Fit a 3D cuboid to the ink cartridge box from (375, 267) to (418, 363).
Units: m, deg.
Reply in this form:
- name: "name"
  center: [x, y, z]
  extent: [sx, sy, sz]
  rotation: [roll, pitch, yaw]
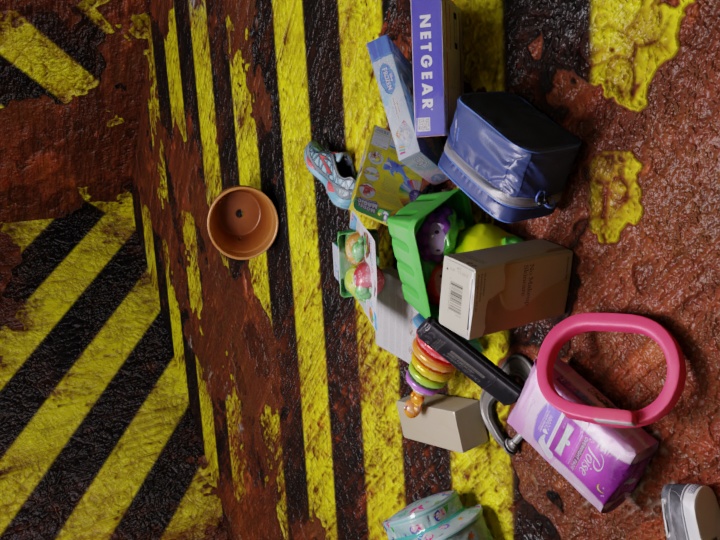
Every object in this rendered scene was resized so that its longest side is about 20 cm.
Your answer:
- name: "ink cartridge box"
  center: [0.096, 0.097, 1.389]
  extent: [0.198, 0.056, 0.168]
  rotation: [20, 115, 53]

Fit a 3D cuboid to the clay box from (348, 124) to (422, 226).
- name: "clay box"
  center: [0.049, -0.154, 1.231]
  extent: [0.048, 0.112, 0.204]
  rotation: [124, 164, -54]

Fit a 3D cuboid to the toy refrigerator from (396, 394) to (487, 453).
- name: "toy refrigerator"
  center: [0.153, 0.282, 1.318]
  extent: [0.199, 0.068, 0.078]
  rotation: [-9, 95, 62]

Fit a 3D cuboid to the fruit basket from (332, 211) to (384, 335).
- name: "fruit basket"
  center: [0.000, 0.000, 1.357]
  extent: [0.201, 0.091, 0.191]
  rotation: [-111, 17, -66]

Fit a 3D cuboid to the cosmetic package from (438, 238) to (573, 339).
- name: "cosmetic package"
  center: [0.212, 0.023, 1.007]
  extent: [0.071, 0.195, 0.109]
  rotation: [28, 123, 52]

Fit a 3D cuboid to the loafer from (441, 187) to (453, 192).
- name: "loafer"
  center: [0.141, -0.056, 1.247]
  extent: [0.063, 0.069, 0.205]
  rotation: [-110, 22, -60]

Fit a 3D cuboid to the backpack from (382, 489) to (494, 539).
- name: "backpack"
  center: [0.146, 0.495, 1.280]
  extent: [0.199, 0.174, 0.155]
  rotation: [-28, 79, 55]

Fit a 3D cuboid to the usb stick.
- name: "usb stick"
  center: [0.177, 0.147, 1.120]
  extent: [0.198, 0.033, 0.056]
  rotation: [38, 142, -4]

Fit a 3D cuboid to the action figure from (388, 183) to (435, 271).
- name: "action figure"
  center: [0.063, -0.098, 1.342]
  extent: [0.195, 0.102, 0.204]
  rotation: [-120, 37, -49]

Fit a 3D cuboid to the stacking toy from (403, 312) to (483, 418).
- name: "stacking toy"
  center: [0.124, 0.183, 1.257]
  extent: [0.110, 0.114, 0.204]
  rotation: [46, 124, 44]

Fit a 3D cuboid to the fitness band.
- name: "fitness band"
  center: [0.327, 0.130, 0.922]
  extent: [0.197, 0.037, 0.148]
  rotation: [0, 68, 46]

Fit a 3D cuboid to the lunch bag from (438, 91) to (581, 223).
- name: "lunch bag"
  center: [0.216, -0.156, 1.016]
  extent: [0.201, 0.133, 0.135]
  rotation: [52, 140, 39]

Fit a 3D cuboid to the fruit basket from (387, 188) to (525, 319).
- name: "fruit basket"
  center: [0.159, -0.019, 1.118]
  extent: [0.214, 0.154, 0.219]
  rotation: [37, 145, 31]

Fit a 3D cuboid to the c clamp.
- name: "c clamp"
  center: [0.264, 0.235, 1.145]
  extent: [0.174, 0.026, 0.202]
  rotation: [65, 146, 27]

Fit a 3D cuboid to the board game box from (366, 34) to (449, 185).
- name: "board game box"
  center: [0.087, -0.263, 1.176]
  extent: [0.042, 0.199, 0.205]
  rotation: [-18, 79, 19]

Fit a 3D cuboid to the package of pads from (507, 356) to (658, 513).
- name: "package of pads"
  center: [0.310, 0.230, 0.996]
  extent: [0.200, 0.074, 0.123]
  rotation: [43, 130, 39]

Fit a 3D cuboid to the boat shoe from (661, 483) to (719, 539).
- name: "boat shoe"
  center: [0.416, 0.371, 0.867]
  extent: [0.067, 0.070, 0.207]
  rotation: [-20, 78, 58]

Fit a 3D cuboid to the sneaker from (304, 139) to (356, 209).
- name: "sneaker"
  center: [-0.052, -0.234, 1.550]
  extent: [0.202, 0.078, 0.097]
  rotation: [54, 132, 26]

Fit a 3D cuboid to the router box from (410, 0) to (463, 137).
- name: "router box"
  center: [0.126, -0.318, 1.103]
  extent: [0.047, 0.179, 0.207]
  rotation: [1, 100, 18]

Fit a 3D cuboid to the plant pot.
- name: "plant pot"
  center: [-0.336, -0.148, 1.968]
  extent: [0.140, 0.194, 0.207]
  rotation: [-131, 39, -68]
